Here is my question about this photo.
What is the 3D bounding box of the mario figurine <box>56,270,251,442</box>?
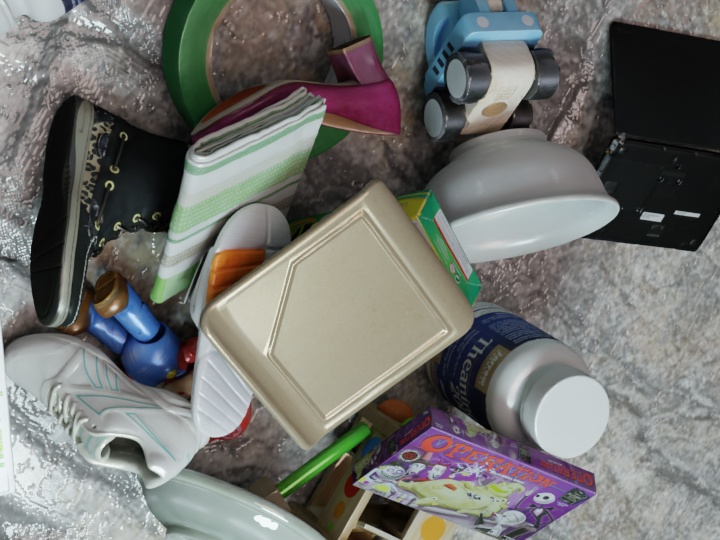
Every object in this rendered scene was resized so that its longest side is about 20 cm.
[{"bbox_3d":[-0.179,0.095,1.643,0.200,0.123,0.106,41,74,-26],"label":"mario figurine"}]

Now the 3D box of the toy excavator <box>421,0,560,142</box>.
[{"bbox_3d":[0.109,-0.245,1.690,0.099,0.201,0.195,-6,153,-25],"label":"toy excavator"}]

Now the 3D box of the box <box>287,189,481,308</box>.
[{"bbox_3d":[0.000,0.000,1.684,0.118,0.199,0.048,61,35,-26],"label":"box"}]

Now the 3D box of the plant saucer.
[{"bbox_3d":[-0.122,0.242,1.666,0.200,0.200,0.050,37,66,-30],"label":"plant saucer"}]

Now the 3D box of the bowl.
[{"bbox_3d":[0.138,-0.077,1.723,0.200,0.201,0.091,-6,77,-24],"label":"bowl"}]

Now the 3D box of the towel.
[{"bbox_3d":[-0.112,-0.064,1.571,0.149,0.031,0.200,-28,157,-34],"label":"towel"}]

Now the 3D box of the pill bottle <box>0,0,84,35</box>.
[{"bbox_3d":[-0.249,-0.275,1.494,0.200,0.111,0.111,-37,118,-11],"label":"pill bottle"}]

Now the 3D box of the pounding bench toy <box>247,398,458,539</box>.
[{"bbox_3d":[0.007,0.199,1.760,0.199,0.124,0.157,28,92,-30],"label":"pounding bench toy"}]

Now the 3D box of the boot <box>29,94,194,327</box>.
[{"bbox_3d":[-0.202,-0.040,1.583,0.153,0.073,0.205,14,70,-32],"label":"boot"}]

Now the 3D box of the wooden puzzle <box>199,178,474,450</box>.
[{"bbox_3d":[-0.019,0.038,1.583,0.200,0.037,0.185,-38,125,-2],"label":"wooden puzzle"}]

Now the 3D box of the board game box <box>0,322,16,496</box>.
[{"bbox_3d":[-0.375,0.112,1.598,0.126,0.035,0.201,-10,110,-23],"label":"board game box"}]

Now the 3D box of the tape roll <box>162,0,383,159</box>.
[{"bbox_3d":[-0.078,-0.197,1.638,0.199,0.048,0.202,-8,109,-23],"label":"tape roll"}]

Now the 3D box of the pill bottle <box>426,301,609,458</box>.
[{"bbox_3d":[0.153,0.109,1.759,0.110,0.200,0.112,-8,109,-24],"label":"pill bottle"}]

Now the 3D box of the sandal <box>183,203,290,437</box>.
[{"bbox_3d":[-0.122,0.039,1.588,0.079,0.059,0.208,14,91,-40],"label":"sandal"}]

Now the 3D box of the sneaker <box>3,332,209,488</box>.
[{"bbox_3d":[-0.234,0.121,1.596,0.080,0.199,0.071,-55,166,-46],"label":"sneaker"}]

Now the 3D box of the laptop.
[{"bbox_3d":[0.303,-0.133,1.866,0.176,0.104,0.201,6,129,-27],"label":"laptop"}]

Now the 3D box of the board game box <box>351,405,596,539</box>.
[{"bbox_3d":[0.105,0.193,1.679,0.199,0.032,0.120,24,131,-29],"label":"board game box"}]

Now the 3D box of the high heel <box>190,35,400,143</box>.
[{"bbox_3d":[-0.051,-0.128,1.604,0.199,0.067,0.097,-27,106,-20],"label":"high heel"}]

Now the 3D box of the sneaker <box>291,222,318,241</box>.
[{"bbox_3d":[-0.046,0.027,1.657,0.076,0.200,0.076,23,53,-7],"label":"sneaker"}]
